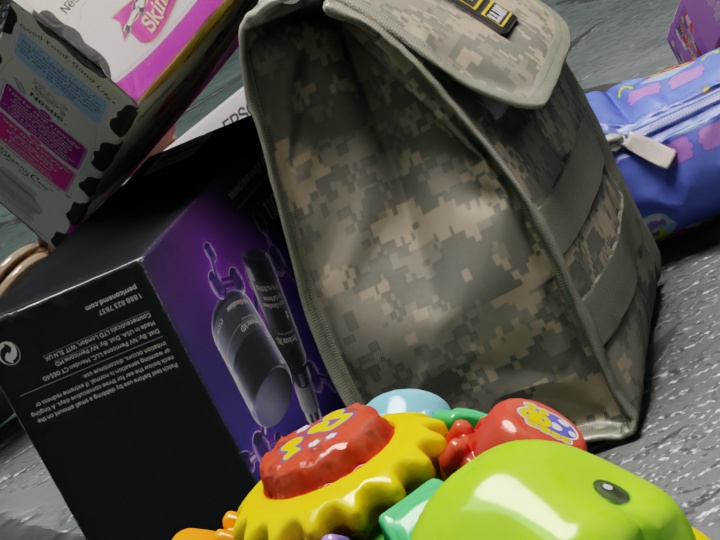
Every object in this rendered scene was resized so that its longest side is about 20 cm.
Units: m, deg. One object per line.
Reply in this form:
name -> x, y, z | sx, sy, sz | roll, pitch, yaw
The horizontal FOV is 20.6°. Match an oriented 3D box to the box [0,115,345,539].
box -> -0.051, 0.034, 0.767 | 0.079, 0.142, 0.200 | -20, 15, 20

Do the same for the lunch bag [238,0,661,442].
lunch bag -> 0.032, -0.040, 0.761 | 0.117, 0.201, 0.164 | -23, 13, 18

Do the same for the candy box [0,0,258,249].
candy box -> -0.086, -0.098, 0.786 | 0.137, 0.061, 0.200 | -52, 3, -21

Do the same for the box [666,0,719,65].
box -> 0.232, -0.158, 1.002 | 0.136, 0.039, 0.200 | -25, -10, -2

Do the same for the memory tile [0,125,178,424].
memory tile -> -0.165, 0.001, 1.108 | 0.200, 0.017, 0.153 | -49, -13, -7

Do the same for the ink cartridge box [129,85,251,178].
ink cartridge box -> -0.028, -0.067, 1.049 | 0.200, 0.075, 0.165 | -32, 1, 39

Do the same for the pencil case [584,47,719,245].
pencil case -> 0.184, -0.073, 0.848 | 0.199, 0.078, 0.087 | -22, -15, 21

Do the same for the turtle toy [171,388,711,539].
turtle toy -> 0.021, 0.087, 0.514 | 0.145, 0.101, 0.200 | -33, 15, -25
